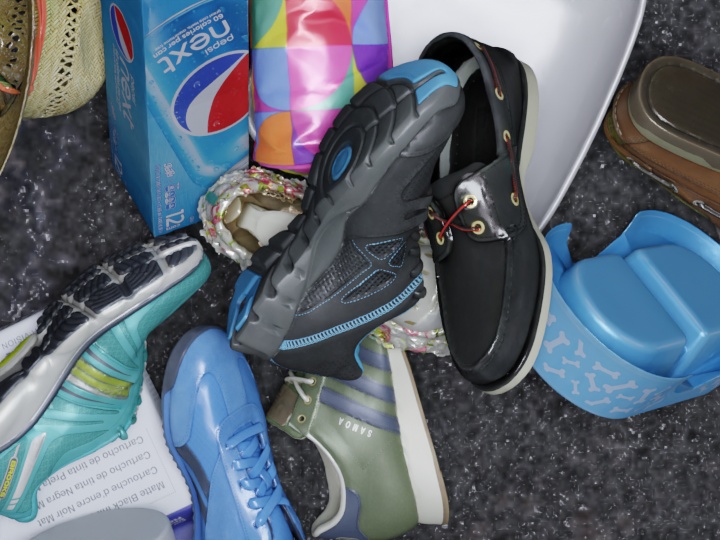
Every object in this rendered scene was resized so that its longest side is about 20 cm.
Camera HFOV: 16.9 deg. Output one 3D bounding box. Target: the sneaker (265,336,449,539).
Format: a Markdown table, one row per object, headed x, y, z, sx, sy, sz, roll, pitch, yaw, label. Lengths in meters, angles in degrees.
| x | y | z | sx | sy | sz | roll | pitch | yaw | label |
| --- | --- | --- | --- | --- | --- | --- | --- | --- | --- |
| -0.015 | 0.067 | 1.428 | 0.089 | 0.067 | 0.201 | -17 | 97 | -4 | sneaker |

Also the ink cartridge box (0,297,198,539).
| x | y | z | sx | sy | sz | roll | pitch | yaw | label |
| --- | --- | --- | --- | --- | --- | --- | --- | --- | --- |
| -0.201 | 0.137 | 1.448 | 0.199 | 0.041 | 0.201 | -26 | 94 | 2 | ink cartridge box |

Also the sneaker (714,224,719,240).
| x | y | z | sx | sy | sz | roll | pitch | yaw | label |
| --- | --- | --- | --- | --- | --- | --- | --- | --- | --- |
| 0.272 | -0.093 | 1.413 | 0.070 | 0.076 | 0.201 | 32 | 93 | -2 | sneaker |

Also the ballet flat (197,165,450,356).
| x | y | z | sx | sy | sz | roll | pitch | yaw | label |
| --- | --- | --- | --- | --- | --- | --- | --- | --- | --- |
| 0.000 | 0.000 | 1.363 | 0.199 | 0.064 | 0.076 | 19 | 92 | 1 | ballet flat |

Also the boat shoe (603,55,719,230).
| x | y | z | sx | sy | sz | roll | pitch | yaw | label |
| --- | --- | --- | --- | --- | --- | --- | --- | --- | --- |
| 0.232 | -0.052 | 1.379 | 0.199 | 0.068 | 0.072 | 33 | 62 | -4 | boat shoe |

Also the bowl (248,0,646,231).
| x | y | z | sx | sy | sz | roll | pitch | yaw | label |
| --- | --- | --- | --- | --- | --- | --- | --- | --- | --- |
| 0.046 | -0.127 | 1.413 | 0.199 | 0.075 | 0.201 | 25 | 93 | -2 | bowl |

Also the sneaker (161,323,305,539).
| x | y | z | sx | sy | sz | roll | pitch | yaw | label |
| --- | --- | --- | --- | --- | --- | --- | --- | --- | --- |
| -0.063 | 0.129 | 1.406 | 0.066 | 0.078 | 0.201 | -22 | 113 | -40 | sneaker |

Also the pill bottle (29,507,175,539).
| x | y | z | sx | sy | sz | roll | pitch | yaw | label |
| --- | --- | --- | --- | --- | --- | --- | --- | --- | --- |
| -0.132 | 0.247 | 1.402 | 0.114 | 0.114 | 0.201 | -13 | 105 | 1 | pill bottle |

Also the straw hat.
| x | y | z | sx | sy | sz | roll | pitch | yaw | label |
| --- | --- | --- | --- | --- | --- | --- | --- | --- | --- |
| -0.189 | -0.131 | 1.392 | 0.085 | 0.201 | 0.202 | 0 | 94 | -31 | straw hat |

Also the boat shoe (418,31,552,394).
| x | y | z | sx | sy | sz | roll | pitch | yaw | label |
| --- | --- | --- | --- | --- | --- | --- | --- | --- | --- |
| 0.059 | -0.032 | 1.311 | 0.073 | 0.063 | 0.202 | -20 | 61 | 39 | boat shoe |

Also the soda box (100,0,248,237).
| x | y | z | sx | sy | sz | roll | pitch | yaw | label |
| --- | --- | --- | --- | --- | --- | --- | --- | --- | --- |
| -0.103 | -0.114 | 1.351 | 0.064 | 0.201 | 0.068 | -20 | 53 | -17 | soda box |

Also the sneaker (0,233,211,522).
| x | y | z | sx | sy | sz | roll | pitch | yaw | label |
| --- | --- | --- | --- | --- | --- | --- | --- | --- | --- |
| -0.156 | 0.060 | 1.399 | 0.200 | 0.078 | 0.080 | -46 | 112 | 4 | sneaker |

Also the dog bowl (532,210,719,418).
| x | y | z | sx | sy | sz | roll | pitch | yaw | label |
| --- | --- | --- | --- | --- | --- | --- | --- | --- | --- |
| 0.157 | 0.027 | 1.372 | 0.112 | 0.200 | 0.050 | 53 | 121 | 19 | dog bowl |

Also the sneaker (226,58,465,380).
| x | y | z | sx | sy | sz | roll | pitch | yaw | label |
| --- | --- | --- | --- | --- | --- | --- | --- | --- | --- |
| 0.007 | -0.026 | 1.288 | 0.082 | 0.073 | 0.200 | 25 | 122 | -18 | sneaker |

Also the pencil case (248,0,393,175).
| x | y | z | sx | sy | sz | roll | pitch | yaw | label |
| --- | --- | --- | --- | --- | --- | --- | --- | --- | --- |
| -0.021 | -0.152 | 1.337 | 0.088 | 0.088 | 0.201 | 0 | 96 | 0 | pencil case |
